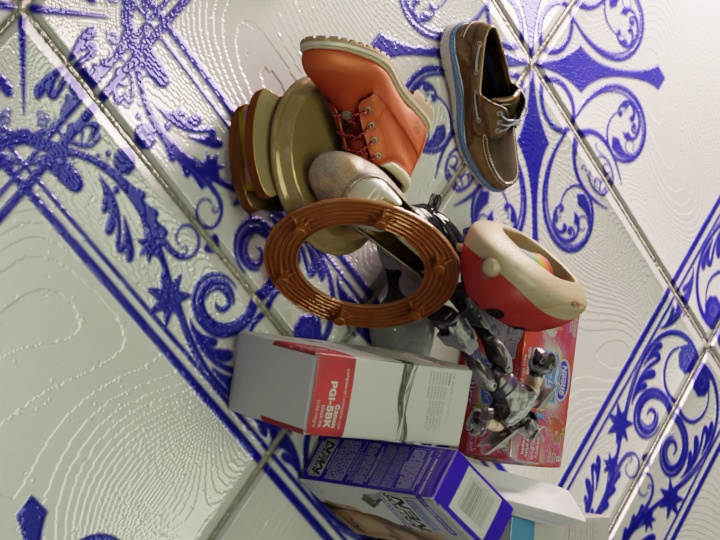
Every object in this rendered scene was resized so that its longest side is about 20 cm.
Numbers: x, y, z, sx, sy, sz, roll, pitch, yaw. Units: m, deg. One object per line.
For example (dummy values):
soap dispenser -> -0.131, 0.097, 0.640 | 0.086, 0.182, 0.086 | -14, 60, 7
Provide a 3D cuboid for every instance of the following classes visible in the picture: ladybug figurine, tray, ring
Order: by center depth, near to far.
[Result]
ring -> 0.000, 0.000, 1.605 | 0.200, 0.199, 0.019 | 42, 41, -34
ladybug figurine -> 0.159, 0.011, 1.630 | 0.072, 0.136, 0.200 | -51, 154, 12
tray -> 0.140, 0.238, 1.737 | 0.198, 0.107, 0.022 | 16, 98, -7

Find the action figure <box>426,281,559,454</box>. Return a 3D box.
action figure -> 0.145, 0.111, 1.709 | 0.130, 0.069, 0.201 | -45, 113, -29

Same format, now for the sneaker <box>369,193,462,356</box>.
sneaker -> 0.067, 0.016, 1.745 | 0.114, 0.075, 0.202 | -31, 127, -56

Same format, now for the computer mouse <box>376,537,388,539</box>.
computer mouse -> 0.001, 0.308, 1.715 | 0.199, 0.034, 0.059 | -4, 121, -38

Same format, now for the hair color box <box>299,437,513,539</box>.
hair color box -> 0.044, 0.228, 1.636 | 0.109, 0.199, 0.065 | 47, 62, -32

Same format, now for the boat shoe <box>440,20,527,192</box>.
boat shoe -> 0.148, -0.185, 1.826 | 0.072, 0.072, 0.202 | -32, 111, -38

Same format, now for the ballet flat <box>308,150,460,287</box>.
ballet flat -> 0.032, -0.050, 1.603 | 0.200, 0.067, 0.068 | 37, 87, -30

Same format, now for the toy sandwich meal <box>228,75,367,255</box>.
toy sandwich meal -> -0.050, -0.105, 1.649 | 0.204, 0.070, 0.208 | 14, 72, -51

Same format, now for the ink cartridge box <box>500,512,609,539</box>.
ink cartridge box -> 0.187, 0.334, 1.817 | 0.199, 0.128, 0.127 | 9, 83, -42

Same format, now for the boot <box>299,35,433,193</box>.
boot -> 0.002, -0.156, 1.614 | 0.200, 0.074, 0.108 | 37, 60, -44

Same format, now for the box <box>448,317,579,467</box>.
box -> 0.177, 0.119, 1.831 | 0.095, 0.099, 0.202 | 16, 78, -41

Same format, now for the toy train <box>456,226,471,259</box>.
toy train -> 0.134, -0.029, 1.771 | 0.200, 0.034, 0.046 | -23, 115, -78

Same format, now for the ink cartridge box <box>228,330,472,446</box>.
ink cartridge box -> -0.010, 0.119, 1.610 | 0.199, 0.146, 0.084 | 9, 91, -36
